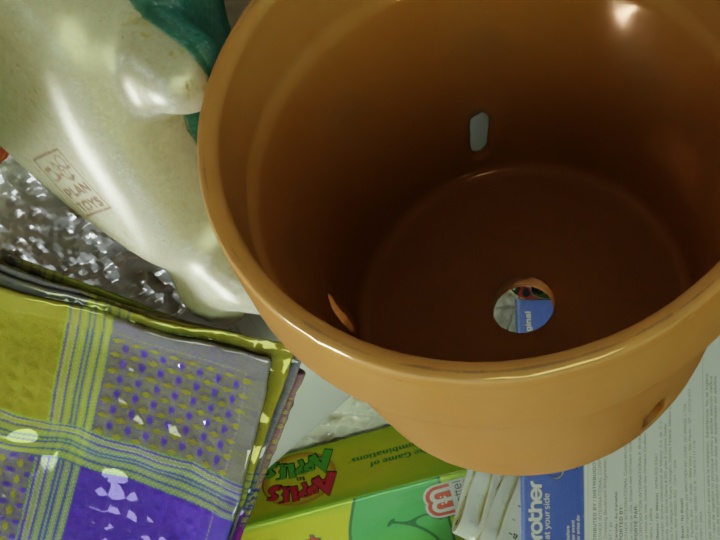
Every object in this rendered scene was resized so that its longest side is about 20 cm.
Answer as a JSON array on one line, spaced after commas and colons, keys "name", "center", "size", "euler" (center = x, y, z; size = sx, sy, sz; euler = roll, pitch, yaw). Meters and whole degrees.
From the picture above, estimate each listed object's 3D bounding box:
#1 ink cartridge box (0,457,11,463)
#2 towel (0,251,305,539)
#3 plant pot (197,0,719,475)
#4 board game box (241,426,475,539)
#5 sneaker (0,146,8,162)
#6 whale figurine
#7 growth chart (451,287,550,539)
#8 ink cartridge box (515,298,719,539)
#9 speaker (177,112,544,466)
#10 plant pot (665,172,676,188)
[{"name": "ink cartridge box", "center": [-0.147, 0.164, 0.887], "size": [0.162, 0.057, 0.200], "euler": [36, 125, -13]}, {"name": "towel", "center": [-0.117, 0.093, 0.780], "size": [0.143, 0.023, 0.201], "euler": [18, 116, -6]}, {"name": "plant pot", "center": [0.054, -0.018, 0.667], "size": [0.199, 0.201, 0.140], "euler": [-15, 148, 2]}, {"name": "board game box", "center": [-0.031, 0.145, 0.940], "size": [0.199, 0.048, 0.102], "euler": [-15, 126, 1]}, {"name": "sneaker", "center": [-0.228, -0.023, 0.789], "size": [0.200, 0.077, 0.073], "euler": [-38, 103, 0]}, {"name": "whale figurine", "center": [-0.082, -0.072, 0.725], "size": [0.104, 0.159, 0.200], "euler": [-44, 104, -26]}, {"name": "growth chart", "center": [0.109, 0.086, 0.872], "size": [0.144, 0.018, 0.201], "euler": [18, 77, -24]}, {"name": "ink cartridge box", "center": [0.149, 0.073, 0.861], "size": [0.199, 0.042, 0.120], "euler": [2, 85, -29]}, {"name": "speaker", "center": [0.000, 0.000, 0.825], "size": [0.081, 0.081, 0.200], "euler": [37, 112, -29]}, {"name": "plant pot", "center": [0.181, -0.066, 0.761], "size": [0.134, 0.201, 0.200], "euler": [-9, 132, 34]}]
